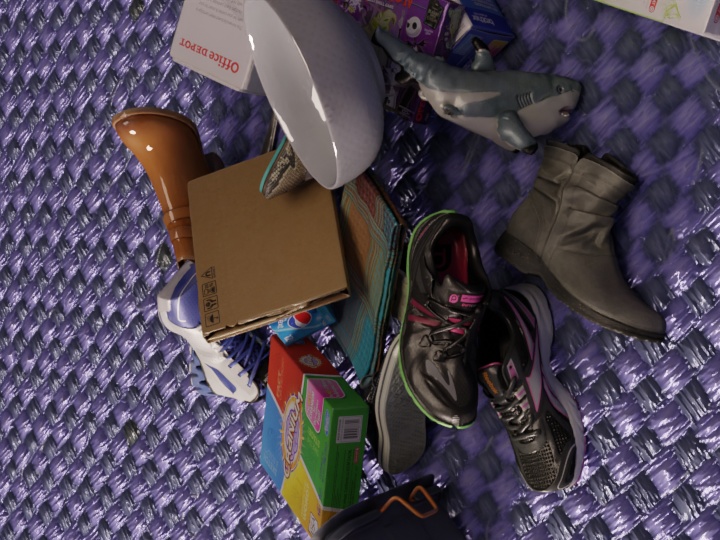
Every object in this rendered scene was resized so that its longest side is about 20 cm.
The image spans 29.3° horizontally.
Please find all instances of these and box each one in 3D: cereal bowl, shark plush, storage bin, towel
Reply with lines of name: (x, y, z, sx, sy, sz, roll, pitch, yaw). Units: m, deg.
cereal bowl: (-0.033, -0.184, 1.306, 0.201, 0.082, 0.201, 60, 167, 23)
shark plush: (0.104, -0.178, 1.295, 0.198, 0.091, 0.084, 25, 94, 6)
storage bin: (0.042, 0.293, 1.314, 0.134, 0.199, 0.146, 46, 118, 21)
towel: (0.000, 0.000, 1.406, 0.147, 0.021, 0.202, -122, 34, -49)

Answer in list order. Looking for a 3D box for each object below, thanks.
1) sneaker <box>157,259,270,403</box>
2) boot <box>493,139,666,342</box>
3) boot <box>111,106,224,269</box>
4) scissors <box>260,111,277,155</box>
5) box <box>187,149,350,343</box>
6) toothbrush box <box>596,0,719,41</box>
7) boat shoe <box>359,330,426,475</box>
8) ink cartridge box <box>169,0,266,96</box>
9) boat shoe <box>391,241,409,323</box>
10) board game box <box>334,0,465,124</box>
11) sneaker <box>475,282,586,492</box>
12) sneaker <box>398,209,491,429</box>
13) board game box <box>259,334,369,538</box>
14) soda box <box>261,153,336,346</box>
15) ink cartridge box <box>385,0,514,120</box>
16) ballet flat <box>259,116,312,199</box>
sneaker: (-0.141, 0.080, 1.527, 0.114, 0.201, 0.081, 17, 55, 29)
boot: (0.215, -0.032, 1.246, 0.199, 0.067, 0.132, 38, 107, 36)
boot: (-0.205, -0.082, 1.535, 0.073, 0.200, 0.157, -16, 62, 26)
scissors: (-0.114, -0.095, 1.590, 0.073, 0.014, 0.202, 44, 116, 38)
box: (-0.098, -0.036, 1.438, 0.161, 0.021, 0.202, -18, 54, 11)
toothbrush box: (0.261, -0.295, 1.200, 0.199, 0.085, 0.148, 30, 108, 38)
boat shoe: (0.035, 0.121, 1.358, 0.062, 0.074, 0.202, 50, 152, 34)
ink cartridge box: (-0.122, -0.312, 1.558, 0.146, 0.082, 0.203, 28, 107, 40)
boat shoe: (0.051, 0.008, 1.401, 0.200, 0.067, 0.073, 43, 137, 51)
board game box: (0.010, -0.236, 1.371, 0.199, 0.032, 0.122, 32, 107, 40)
sneaker: (0.143, 0.111, 1.288, 0.080, 0.086, 0.203, -29, 68, 38)
sneaker: (0.077, 0.041, 1.246, 0.084, 0.076, 0.203, 142, 126, -70)
board game box: (-0.051, 0.172, 1.432, 0.200, 0.040, 0.155, -140, 52, -62)
soda box: (-0.090, -0.025, 1.486, 0.063, 0.068, 0.202, -25, 54, 7)
ink cartridge box: (0.064, -0.248, 1.386, 0.136, 0.076, 0.202, -42, 60, 36)
ballet flat: (-0.043, -0.153, 1.445, 0.068, 0.074, 0.202, 110, 178, -60)
